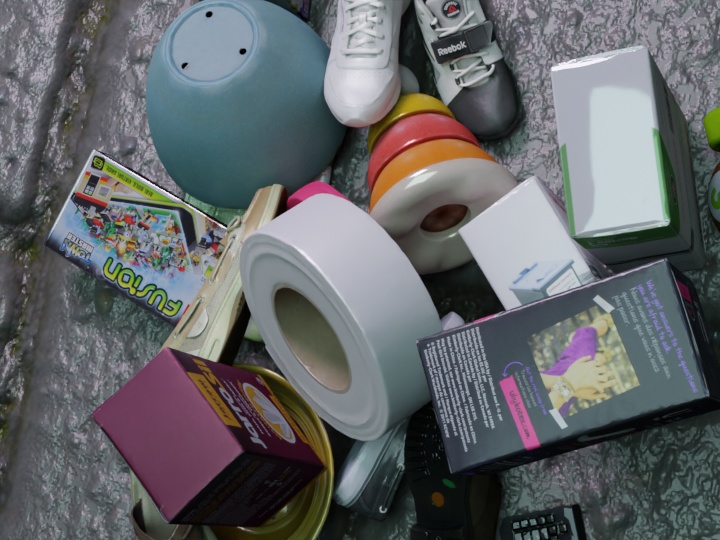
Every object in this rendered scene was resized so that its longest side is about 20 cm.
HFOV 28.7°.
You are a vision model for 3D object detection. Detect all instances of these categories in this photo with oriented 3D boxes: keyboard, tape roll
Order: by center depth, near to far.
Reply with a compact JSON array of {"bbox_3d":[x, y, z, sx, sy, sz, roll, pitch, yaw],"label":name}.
[{"bbox_3d":[-0.017,0.040,1.177,0.070,0.203,0.203,-33,68,-25],"label":"tape roll"},{"bbox_3d":[0.194,0.304,1.211,0.126,0.021,0.202,-14,77,16],"label":"keyboard"}]

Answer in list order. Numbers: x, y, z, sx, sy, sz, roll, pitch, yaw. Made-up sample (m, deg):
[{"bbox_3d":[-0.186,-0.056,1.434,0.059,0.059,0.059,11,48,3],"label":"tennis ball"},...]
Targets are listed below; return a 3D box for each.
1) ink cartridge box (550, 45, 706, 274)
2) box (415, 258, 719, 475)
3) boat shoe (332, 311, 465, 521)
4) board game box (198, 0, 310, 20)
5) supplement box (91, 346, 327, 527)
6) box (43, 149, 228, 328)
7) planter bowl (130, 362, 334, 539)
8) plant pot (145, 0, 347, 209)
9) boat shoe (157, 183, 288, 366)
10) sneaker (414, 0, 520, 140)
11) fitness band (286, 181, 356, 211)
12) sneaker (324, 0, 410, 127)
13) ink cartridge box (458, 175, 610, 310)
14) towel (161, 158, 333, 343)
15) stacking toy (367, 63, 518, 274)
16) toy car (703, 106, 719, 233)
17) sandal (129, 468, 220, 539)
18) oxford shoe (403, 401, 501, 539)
[{"bbox_3d":[0.228,-0.082,1.176,0.083,0.200,0.148,-9,77,19],"label":"ink cartridge box"},{"bbox_3d":[0.160,0.077,1.052,0.198,0.122,0.107,-19,76,18],"label":"box"},{"bbox_3d":[0.050,0.136,1.268,0.066,0.070,0.201,33,81,-6],"label":"boat shoe"},{"bbox_3d":[-0.100,-0.360,1.384,0.102,0.105,0.203,5,83,18],"label":"board game box"},{"bbox_3d":[-0.118,0.142,1.158,0.086,0.200,0.111,-42,70,6],"label":"supplement box"},{"bbox_3d":[-0.202,-0.023,1.367,0.199,0.035,0.111,29,93,19],"label":"box"},{"bbox_3d":[-0.106,0.191,1.297,0.198,0.083,0.203,-3,79,17],"label":"planter bowl"},{"bbox_3d":[-0.120,-0.178,1.319,0.198,0.135,0.202,-5,66,11],"label":"plant pot"},{"bbox_3d":[-0.122,0.008,1.273,0.062,0.073,0.203,19,77,11],"label":"boat shoe"},{"bbox_3d":[0.088,-0.218,1.307,0.073,0.088,0.202,-24,75,11],"label":"sneaker"},{"bbox_3d":[0.000,0.000,1.253,0.037,0.145,0.200,-32,42,-17],"label":"fitness band"},{"bbox_3d":[-0.001,-0.226,1.277,0.074,0.100,0.202,0,62,13],"label":"sneaker"},{"bbox_3d":[0.182,0.036,1.196,0.086,0.146,0.201,-35,71,11],"label":"ink cartridge box"},{"bbox_3d":[-0.113,-0.036,1.369,0.148,0.031,0.202,11,84,21],"label":"towel"},{"bbox_3d":[0.053,-0.111,1.298,0.145,0.146,0.201,-27,54,12],"label":"stacking toy"},{"bbox_3d":[0.354,-0.083,1.132,0.156,0.200,0.166,-13,76,15],"label":"toy car"},{"bbox_3d":[-0.172,0.223,1.238,0.079,0.057,0.203,-23,74,13],"label":"sandal"},{"bbox_3d":[0.086,0.177,1.236,0.072,0.084,0.203,6,97,35],"label":"oxford shoe"}]
